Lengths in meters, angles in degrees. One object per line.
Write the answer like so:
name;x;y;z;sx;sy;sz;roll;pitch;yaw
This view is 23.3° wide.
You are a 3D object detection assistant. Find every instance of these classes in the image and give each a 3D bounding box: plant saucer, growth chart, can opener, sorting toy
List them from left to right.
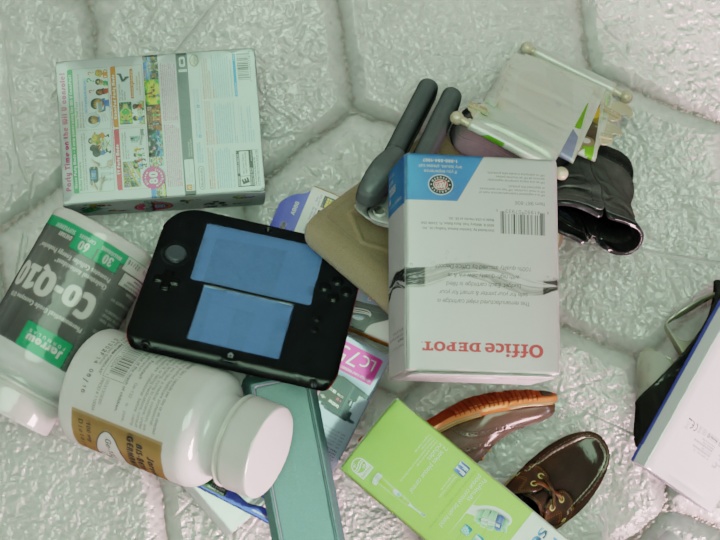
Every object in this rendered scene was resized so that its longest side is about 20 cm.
plant saucer;-0.060;0.194;1.655;0.070;0.019;0.201;-10;85;-6
can opener;0.051;-0.119;1.703;0.052;0.067;0.200;23;48;6
sorting toy;0.072;-0.030;1.703;0.185;0.037;0.200;40;57;16
growth chart;0.188;-0.159;1.719;0.144;0.018;0.200;32;41;7

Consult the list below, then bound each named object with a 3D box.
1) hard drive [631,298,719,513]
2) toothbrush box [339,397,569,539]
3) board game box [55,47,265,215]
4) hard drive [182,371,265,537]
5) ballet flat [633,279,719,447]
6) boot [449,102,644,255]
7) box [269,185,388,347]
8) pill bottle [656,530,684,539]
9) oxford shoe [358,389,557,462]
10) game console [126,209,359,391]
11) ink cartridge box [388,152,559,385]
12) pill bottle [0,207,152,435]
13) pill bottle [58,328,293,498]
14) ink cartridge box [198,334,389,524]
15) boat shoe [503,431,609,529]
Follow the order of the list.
hard drive;0.351;0.123;1.696;0.132;0.025;0.200;34;83;-41
toothbrush box;0.084;0.214;1.593;0.200;0.146;0.086;40;85;7
board game box;-0.198;-0.136;1.735;0.199;0.064;0.148;-4;82;-4
hard drive;-0.147;0.144;1.718;0.132;0.026;0.200;-41;86;-7
ballet flat;0.317;0.088;1.728;0.068;0.068;0.200;39;72;13
boot;0.183;-0.091;1.696;0.199;0.132;0.070;15;124;-5
box;0.000;0.000;1.737;0.199;0.041;0.119;23;82;3
pill bottle;0.251;0.346;1.664;0.200;0.109;0.109;-42;86;-7
oxford shoe;0.102;0.168;1.709;0.199;0.071;0.073;-17;93;4
game console;-0.105;0.024;1.650;0.199;0.031;0.177;12;44;2
ink cartridge box;0.101;0.002;1.591;0.144;0.084;0.201;3;80;-11
pill bottle;-0.293;0.050;1.681;0.113;0.113;0.201;28;82;2
pill bottle;-0.170;0.137;1.618;0.199;0.114;0.115;18;82;21
ink cartridge box;-0.067;0.145;1.688;0.119;0.042;0.201;28;85;-1
boat shoe;0.167;0.230;1.697;0.200;0.070;0.070;-42;83;-8
